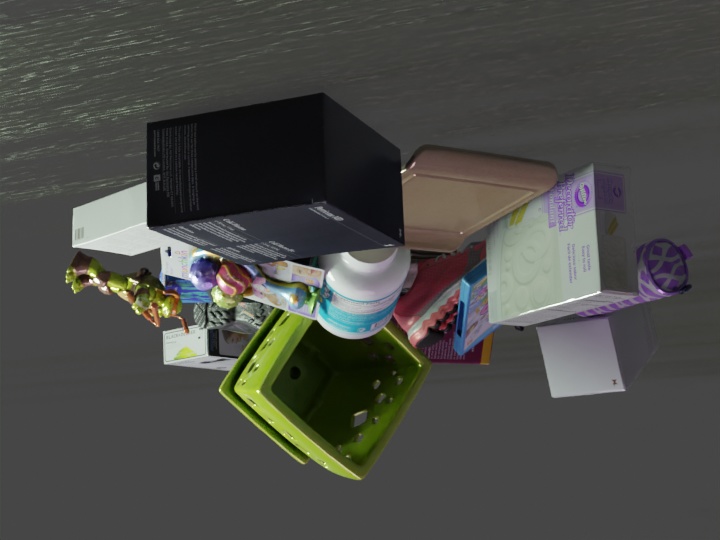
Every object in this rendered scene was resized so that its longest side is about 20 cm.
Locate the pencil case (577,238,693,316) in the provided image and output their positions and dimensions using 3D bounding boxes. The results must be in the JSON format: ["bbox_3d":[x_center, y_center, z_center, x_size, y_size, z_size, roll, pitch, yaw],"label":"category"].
[{"bbox_3d":[0.367,0.009,1.857,0.085,0.084,0.200,-42,-167,-32],"label":"pencil case"}]

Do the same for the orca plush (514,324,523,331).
[{"bbox_3d":[0.208,0.052,1.869,0.105,0.071,0.200,-3,168,5],"label":"orca plush"}]

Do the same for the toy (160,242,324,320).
[{"bbox_3d":[-0.146,0.015,1.584,0.200,0.047,0.115,14,147,2],"label":"toy"}]

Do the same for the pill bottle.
[{"bbox_3d":[0.000,0.000,1.614,0.111,0.111,0.200,-1,156,-7],"label":"pill bottle"}]

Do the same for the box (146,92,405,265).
[{"bbox_3d":[-0.076,-0.080,1.272,0.182,0.104,0.200,-6,168,21],"label":"box"}]

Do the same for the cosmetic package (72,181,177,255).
[{"bbox_3d":[-0.226,-0.061,1.461,0.200,0.051,0.082,-13,162,43],"label":"cosmetic package"}]

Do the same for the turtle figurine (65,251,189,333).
[{"bbox_3d":[-0.296,0.024,1.733,0.161,0.065,0.200,20,177,4],"label":"turtle figurine"}]

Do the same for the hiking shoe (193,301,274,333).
[{"bbox_3d":[-0.148,0.061,2.048,0.200,0.076,0.101,4,179,15],"label":"hiking shoe"}]

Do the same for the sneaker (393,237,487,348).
[{"bbox_3d":[0.115,0.003,1.694,0.200,0.087,0.074,-45,159,8],"label":"sneaker"}]

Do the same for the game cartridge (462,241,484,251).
[{"bbox_3d":[0.206,-0.006,1.851,0.133,0.042,0.200,-8,168,7],"label":"game cartridge"}]

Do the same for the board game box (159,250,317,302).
[{"bbox_3d":[-0.169,0.009,1.821,0.200,0.045,0.152,-1,168,-12],"label":"board game box"}]

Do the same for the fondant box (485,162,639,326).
[{"bbox_3d":[0.220,-0.025,1.493,0.058,0.145,0.200,6,165,-31],"label":"fondant box"}]

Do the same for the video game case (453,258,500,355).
[{"bbox_3d":[0.181,0.022,1.697,0.143,0.018,0.200,-36,157,-17],"label":"video game case"}]

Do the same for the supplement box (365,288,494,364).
[{"bbox_3d":[0.082,0.076,1.973,0.200,0.103,0.131,3,-172,-28],"label":"supplement box"}]

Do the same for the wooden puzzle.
[{"bbox_3d":[0.084,-0.079,1.444,0.185,0.037,0.200,5,155,-31],"label":"wooden puzzle"}]

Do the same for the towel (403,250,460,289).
[{"bbox_3d":[0.040,-0.010,1.802,0.132,0.035,0.200,5,165,-23],"label":"towel"}]

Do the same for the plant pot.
[{"bbox_3d":[-0.059,0.144,1.791,0.199,0.200,0.181,43,156,-20],"label":"plant pot"}]

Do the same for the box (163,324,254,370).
[{"bbox_3d":[-0.243,0.139,2.395,0.116,0.060,0.200,-12,165,37],"label":"box"}]

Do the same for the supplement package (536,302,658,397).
[{"bbox_3d":[0.361,0.101,2.022,0.117,0.118,0.200,-8,-167,28],"label":"supplement package"}]

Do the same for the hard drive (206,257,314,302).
[{"bbox_3d":[-0.124,-0.011,1.655,0.135,0.042,0.200,1,155,-14],"label":"hard drive"}]
